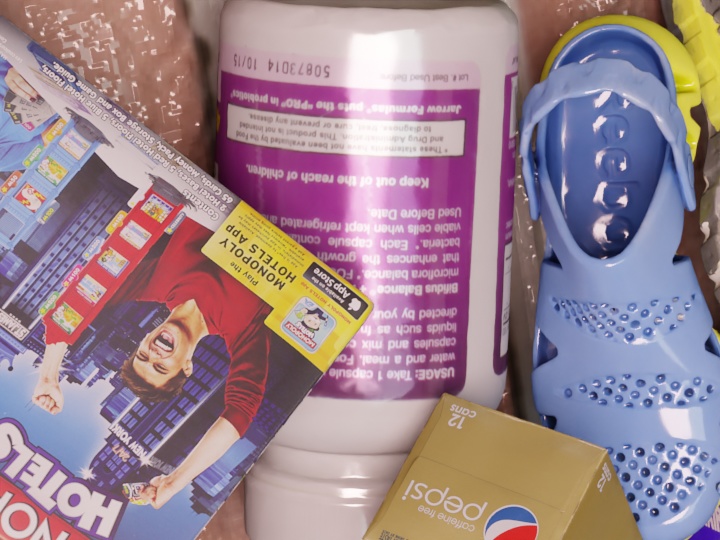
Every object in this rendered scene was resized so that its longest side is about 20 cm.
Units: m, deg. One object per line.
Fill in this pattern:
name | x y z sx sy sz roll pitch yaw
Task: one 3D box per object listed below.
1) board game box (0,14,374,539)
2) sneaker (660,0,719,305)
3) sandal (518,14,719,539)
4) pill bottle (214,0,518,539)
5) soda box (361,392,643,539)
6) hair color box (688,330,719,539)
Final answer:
board game box | -0.134 0.033 0.891 0.200 0.062 0.200 38 70 5
sneaker | 0.178 -0.053 1.033 0.084 0.074 0.201 8 64 -32
sandal | 0.092 0.002 0.976 0.079 0.087 0.202 -10 83 12
pill bottle | 0.000 0.000 0.983 0.112 0.112 0.202 -2 100 -22
soda box | 0.068 0.128 0.982 0.064 0.067 0.200 -59 150 -22
hair color box | 0.183 0.120 1.071 0.109 0.065 0.201 -15 104 -20
